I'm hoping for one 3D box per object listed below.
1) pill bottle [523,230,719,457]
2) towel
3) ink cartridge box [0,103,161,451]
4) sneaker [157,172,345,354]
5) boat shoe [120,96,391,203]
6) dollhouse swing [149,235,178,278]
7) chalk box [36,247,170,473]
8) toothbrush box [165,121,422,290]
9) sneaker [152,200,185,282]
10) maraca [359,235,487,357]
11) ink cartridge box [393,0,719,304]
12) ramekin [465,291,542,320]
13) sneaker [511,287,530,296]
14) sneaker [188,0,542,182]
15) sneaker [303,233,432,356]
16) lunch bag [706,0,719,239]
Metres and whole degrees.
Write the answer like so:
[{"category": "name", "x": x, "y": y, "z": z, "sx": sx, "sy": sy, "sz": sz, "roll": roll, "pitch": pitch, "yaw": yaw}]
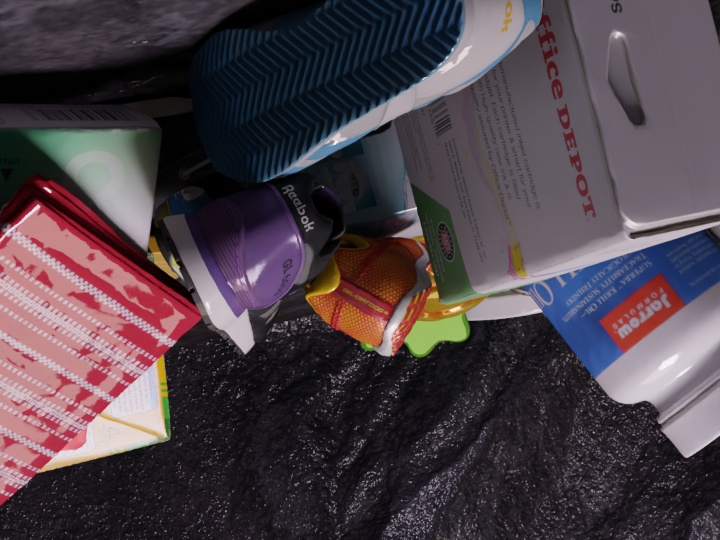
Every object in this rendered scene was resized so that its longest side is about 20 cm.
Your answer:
[{"category": "pill bottle", "x": 0.172, "y": 0.011, "z": 0.860, "sx": 0.112, "sy": 0.200, "sz": 0.112, "roll": -36, "pitch": 167, "yaw": -9}, {"category": "towel", "x": -0.184, "y": 0.053, "z": 0.673, "sx": 0.200, "sy": 0.023, "sz": 0.145, "roll": -42, "pitch": 142, "yaw": 4}, {"category": "ink cartridge box", "x": -0.187, "y": 0.019, "z": 0.673, "sx": 0.160, "sy": 0.202, "sz": 0.050, "roll": -5, "pitch": -157, "yaw": -36}, {"category": "sneaker", "x": -0.045, "y": -0.006, "z": 0.737, "sx": 0.087, "sy": 0.076, "sz": 0.200, "roll": -27, "pitch": 179, "yaw": -3}, {"category": "boat shoe", "x": -0.069, "y": -0.068, "z": 0.790, "sx": 0.199, "sy": 0.068, "sz": 0.072, "roll": -13, "pitch": 174, "yaw": -23}, {"category": "dollhouse swing", "x": -0.228, "y": 0.054, "z": 1.193, "sx": 0.175, "sy": 0.183, "sz": 0.200, "roll": 12, "pitch": 162, "yaw": -28}, {"category": "chalk box", "x": -0.200, "y": 0.017, "z": 0.833, "sx": 0.123, "sy": 0.125, "sz": 0.200, "roll": -12, "pitch": -152, "yaw": -18}, {"category": "toothbrush box", "x": -0.030, "y": -0.056, "z": 0.916, "sx": 0.198, "sy": 0.086, "sz": 0.146, "roll": -14, "pitch": 174, "yaw": -8}, {"category": "sneaker", "x": -0.071, "y": -0.045, "z": 1.044, "sx": 0.090, "sy": 0.079, "sz": 0.199, "roll": -27, "pitch": 174, "yaw": 40}, {"category": "maraca", "x": 0.052, "y": -0.008, "z": 1.086, "sx": 0.136, "sy": 0.107, "sz": 0.201, "roll": 10, "pitch": 128, "yaw": -11}, {"category": "ink cartridge box", "x": 0.100, "y": -0.073, "z": 0.721, "sx": 0.087, "sy": 0.146, "sz": 0.200, "roll": -12, "pitch": 175, "yaw": -22}, {"category": "ramekin", "x": 0.134, "y": -0.037, "z": 1.210, "sx": 0.198, "sy": 0.106, "sz": 0.200, "roll": -11, "pitch": -167, "yaw": 2}, {"category": "sneaker", "x": 0.171, "y": -0.055, "z": 1.028, "sx": 0.076, "sy": 0.091, "sz": 0.200, "roll": 29, "pitch": -138, "yaw": 30}, {"category": "sneaker", "x": -0.004, "y": -0.093, "z": 0.642, "sx": 0.199, "sy": 0.077, "sz": 0.080, "roll": -15, "pitch": -179, "yaw": 45}, {"category": "sneaker", "x": 0.000, "y": 0.000, "z": 0.854, "sx": 0.073, "sy": 0.077, "sz": 0.200, "roll": -58, "pitch": -177, "yaw": 0}, {"category": "lunch bag", "x": 0.251, "y": -0.071, "z": 0.819, "sx": 0.139, "sy": 0.201, "sz": 0.168, "roll": -35, "pitch": 173, "yaw": -13}]
